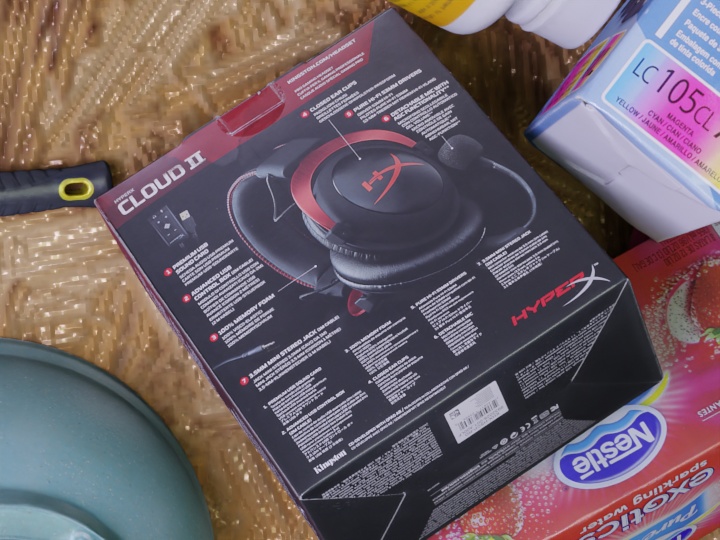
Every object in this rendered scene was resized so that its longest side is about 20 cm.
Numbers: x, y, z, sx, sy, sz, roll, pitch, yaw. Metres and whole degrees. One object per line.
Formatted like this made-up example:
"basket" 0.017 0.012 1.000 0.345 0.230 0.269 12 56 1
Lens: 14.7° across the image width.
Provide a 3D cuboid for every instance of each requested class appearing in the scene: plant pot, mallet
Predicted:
"plant pot" -0.146 0.136 1.101 0.200 0.134 0.201 -2 99 -12
"mallet" -0.200 -0.034 1.118 0.200 0.041 0.066 -14 104 -14

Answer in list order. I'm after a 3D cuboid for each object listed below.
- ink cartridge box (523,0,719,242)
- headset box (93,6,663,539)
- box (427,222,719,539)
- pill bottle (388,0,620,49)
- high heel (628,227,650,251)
"ink cartridge box" 0.159 -0.113 1.069 0.076 0.136 0.200 40 84 -2
"headset box" 0.000 0.000 1.096 0.148 0.200 0.075 -34 142 -6
"box" 0.093 0.069 1.143 0.200 0.100 0.096 -28 65 -7
"pill bottle" 0.016 -0.166 1.104 0.200 0.109 0.109 26 92 -14
"high heel" 0.141 -0.098 1.173 0.096 0.067 0.200 31 102 8
